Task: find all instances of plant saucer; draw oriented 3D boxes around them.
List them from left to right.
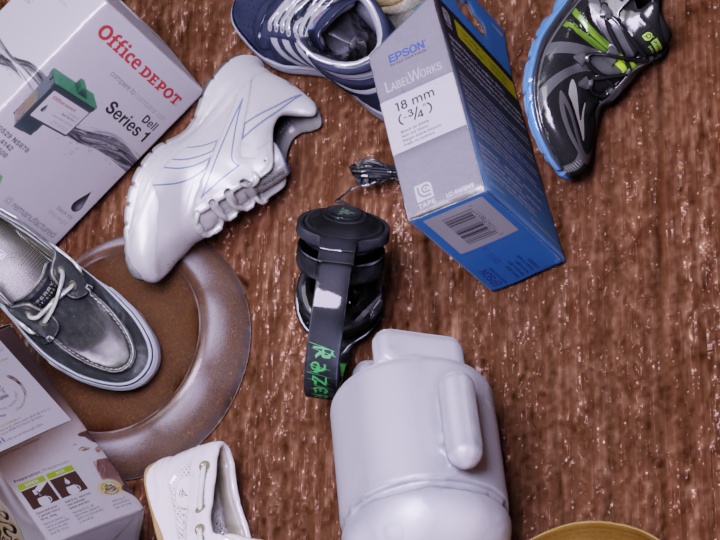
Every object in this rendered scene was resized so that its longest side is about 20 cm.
[{"bbox_3d":[-0.178,0.058,1.721,0.200,0.032,0.201,-10,65,22],"label":"plant saucer"}]

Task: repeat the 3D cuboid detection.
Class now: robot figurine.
[{"bbox_3d":[0.040,0.137,1.524,0.113,0.170,0.201,6,54,-16],"label":"robot figurine"}]

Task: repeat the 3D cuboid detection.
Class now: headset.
[{"bbox_3d":[0.000,0.000,1.618,0.094,0.124,0.200,7,52,2],"label":"headset"}]

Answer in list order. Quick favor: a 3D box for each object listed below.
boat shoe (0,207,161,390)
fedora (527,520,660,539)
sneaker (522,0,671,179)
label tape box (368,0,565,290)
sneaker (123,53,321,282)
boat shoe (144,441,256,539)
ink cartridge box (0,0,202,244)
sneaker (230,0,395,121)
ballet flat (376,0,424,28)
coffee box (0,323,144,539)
[{"bbox_3d":[-0.234,0.018,1.665,0.200,0.071,0.072,36,86,4],"label":"boat shoe"},{"bbox_3d":[0.128,0.249,1.463,0.200,0.082,0.201,-10,65,23],"label":"fedora"},{"bbox_3d":[0.174,-0.160,1.616,0.083,0.071,0.200,11,72,35],"label":"sneaker"},{"bbox_3d":[0.068,-0.104,1.602,0.063,0.144,0.201,-23,61,18],"label":"label tape box"},{"bbox_3d":[-0.105,-0.072,1.703,0.087,0.075,0.200,25,70,23],"label":"sneaker"},{"bbox_3d":[-0.094,0.207,1.584,0.069,0.071,0.200,-29,59,16],"label":"boat shoe"},{"bbox_3d":[-0.240,-0.123,1.754,0.200,0.146,0.084,-45,51,3],"label":"ink cartridge box"},{"bbox_3d":[-0.035,-0.183,1.704,0.200,0.108,0.070,31,84,32],"label":"sneaker"},{"bbox_3d":[-0.009,-0.247,1.745,0.200,0.062,0.068,39,89,33],"label":"ballet flat"},{"bbox_3d":[-0.244,0.151,1.655,0.080,0.113,0.200,-19,52,-31],"label":"coffee box"}]
